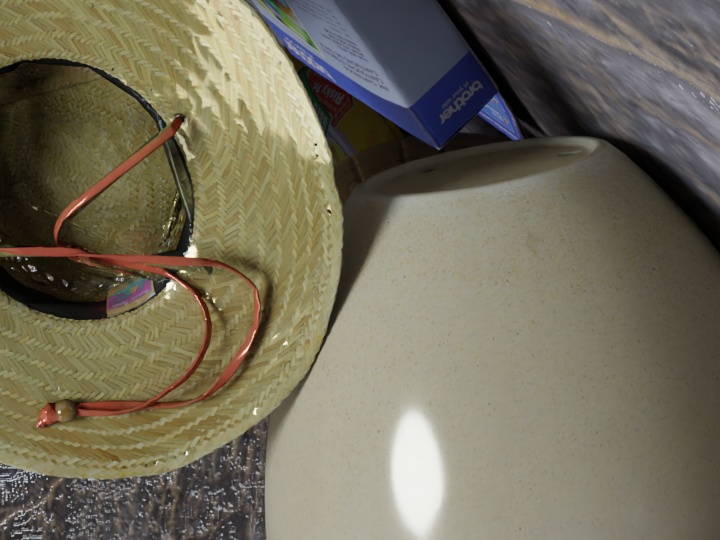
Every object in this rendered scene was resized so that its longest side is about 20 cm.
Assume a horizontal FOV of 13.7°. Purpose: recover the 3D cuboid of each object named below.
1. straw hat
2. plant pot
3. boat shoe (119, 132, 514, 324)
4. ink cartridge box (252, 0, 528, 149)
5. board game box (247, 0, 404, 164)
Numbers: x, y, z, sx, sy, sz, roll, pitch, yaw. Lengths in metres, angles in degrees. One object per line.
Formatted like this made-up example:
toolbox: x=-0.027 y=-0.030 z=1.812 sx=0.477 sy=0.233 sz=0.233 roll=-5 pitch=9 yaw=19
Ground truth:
straw hat: x=-0.101 y=-0.033 z=1.035 sx=0.201 sy=0.201 sz=0.085 roll=47 pitch=-166 yaw=-15
plant pot: x=0.055 y=0.028 z=1.058 sx=0.200 sy=0.199 sz=0.135 roll=-156 pitch=54 yaw=-70
boat shoe: x=0.000 y=0.000 z=1.213 sx=0.064 sy=0.199 sz=0.072 roll=35 pitch=-137 yaw=-53
ink cartridge box: x=-0.020 y=-0.119 z=1.131 sx=0.200 sy=0.042 sz=0.119 roll=49 pitch=173 yaw=-39
board game box: x=-0.014 y=-0.009 z=1.347 sx=0.034 sy=0.135 sz=0.200 roll=-1 pitch=146 yaw=31
